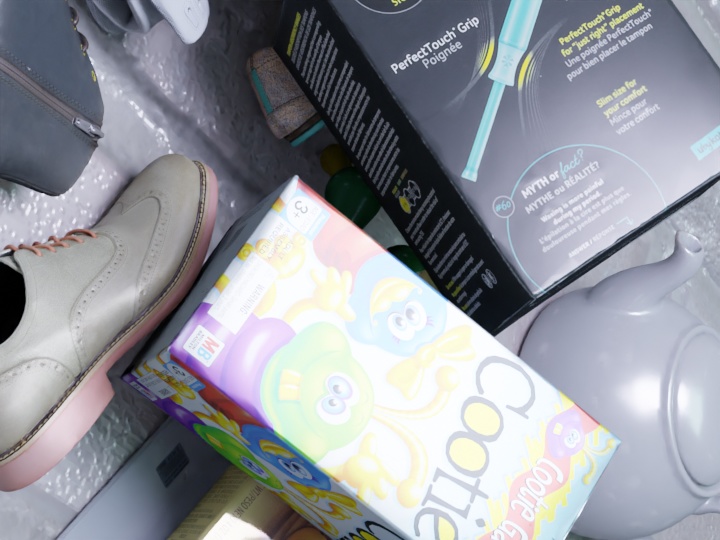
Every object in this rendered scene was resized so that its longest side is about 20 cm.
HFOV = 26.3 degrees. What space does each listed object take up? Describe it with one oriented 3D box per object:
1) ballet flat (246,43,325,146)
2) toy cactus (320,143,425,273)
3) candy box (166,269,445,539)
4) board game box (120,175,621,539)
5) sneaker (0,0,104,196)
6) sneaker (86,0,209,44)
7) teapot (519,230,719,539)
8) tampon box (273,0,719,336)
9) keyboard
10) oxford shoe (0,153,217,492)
[{"bbox_3d":[0.001,-0.144,0.917,0.067,0.068,0.200,53,42,-4],"label":"ballet flat"},{"bbox_3d":[0.000,0.000,0.898,0.164,0.102,0.201,-7,96,-34],"label":"toy cactus"},{"bbox_3d":[0.004,0.111,0.813,0.115,0.055,0.200,46,67,-12],"label":"candy box"},{"bbox_3d":[0.003,0.066,0.732,0.200,0.105,0.103,38,70,-9],"label":"board game box"},{"bbox_3d":[-0.162,-0.137,0.703,0.106,0.075,0.201,17,82,-55],"label":"sneaker"},{"bbox_3d":[-0.077,-0.164,0.800,0.200,0.075,0.115,27,80,-50],"label":"sneaker"},{"bbox_3d":[0.212,0.105,1.100,0.200,0.146,0.198,40,57,-44],"label":"teapot"},{"bbox_3d":[0.073,-0.092,0.780,0.150,0.126,0.200,-32,83,-14],"label":"tampon box"},{"bbox_3d":[-0.097,0.109,0.811,0.200,0.011,0.056,-49,119,-43],"label":"keyboard"},{"bbox_3d":[-0.132,0.005,0.725,0.074,0.071,0.200,49,47,-25],"label":"oxford shoe"}]
